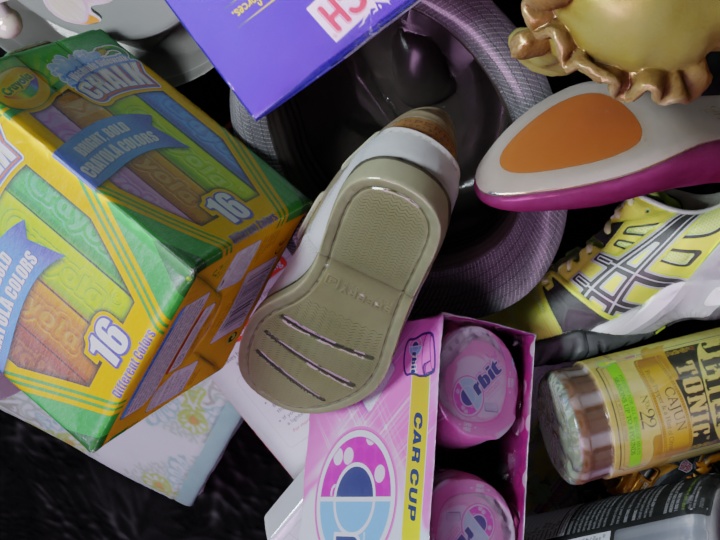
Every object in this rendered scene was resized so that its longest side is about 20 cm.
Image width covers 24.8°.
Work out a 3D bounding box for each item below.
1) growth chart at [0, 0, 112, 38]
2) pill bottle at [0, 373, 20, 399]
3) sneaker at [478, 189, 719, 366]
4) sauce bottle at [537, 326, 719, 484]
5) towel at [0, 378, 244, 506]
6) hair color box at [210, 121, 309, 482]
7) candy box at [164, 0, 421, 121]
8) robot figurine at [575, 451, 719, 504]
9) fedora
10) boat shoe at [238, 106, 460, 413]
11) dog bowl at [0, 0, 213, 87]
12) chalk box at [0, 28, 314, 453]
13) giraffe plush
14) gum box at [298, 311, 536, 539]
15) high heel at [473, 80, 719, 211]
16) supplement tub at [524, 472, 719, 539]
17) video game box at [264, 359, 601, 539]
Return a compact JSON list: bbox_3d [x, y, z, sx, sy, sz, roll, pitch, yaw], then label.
[{"bbox_3d":[-0.092,-0.166,0.643,0.198,0.018,0.145,-16,133,20],"label":"growth chart"},{"bbox_3d":[-0.249,-0.031,0.962,0.200,0.120,0.120,42,137,12],"label":"pill bottle"},{"bbox_3d":[0.144,-0.004,0.876,0.198,0.075,0.077,-19,97,16],"label":"sneaker"},{"bbox_3d":[0.195,0.060,0.865,0.198,0.065,0.065,-15,132,-10],"label":"sauce bottle"},{"bbox_3d":[-0.153,0.062,1.086,0.170,0.048,0.200,30,135,-1],"label":"towel"},{"bbox_3d":[-0.054,0.024,0.965,0.101,0.061,0.201,-35,116,1],"label":"hair color box"},{"bbox_3d":[-0.036,-0.196,0.708,0.169,0.077,0.201,-34,98,16],"label":"candy box"},{"bbox_3d":[0.224,0.129,0.940,0.199,0.058,0.146,30,97,-15],"label":"robot figurine"},{"bbox_3d":[0.028,-0.081,0.843,0.176,0.090,0.201,-13,116,29],"label":"fedora"},{"bbox_3d":[0.000,0.000,0.807,0.074,0.069,0.200,31,139,-5],"label":"boat shoe"},{"bbox_3d":[-0.135,-0.189,0.837,0.198,0.059,0.201,13,134,13],"label":"dog bowl"},{"bbox_3d":[-0.150,-0.033,0.823,0.199,0.124,0.125,38,121,11],"label":"chalk box"},{"bbox_3d":[0.143,-0.121,0.662,0.161,0.201,0.173,4,136,1],"label":"giraffe plush"},{"bbox_3d":[0.025,0.131,0.846,0.066,0.202,0.113,12,167,-34],"label":"gum box"},{"bbox_3d":[0.149,-0.050,0.784,0.199,0.068,0.096,-24,140,-12],"label":"high heel"},{"bbox_3d":[0.125,0.187,0.875,0.199,0.123,0.123,-20,120,33],"label":"supplement tub"},{"bbox_3d":[0.074,0.130,0.972,0.182,0.047,0.200,39,97,-14],"label":"video game box"}]
